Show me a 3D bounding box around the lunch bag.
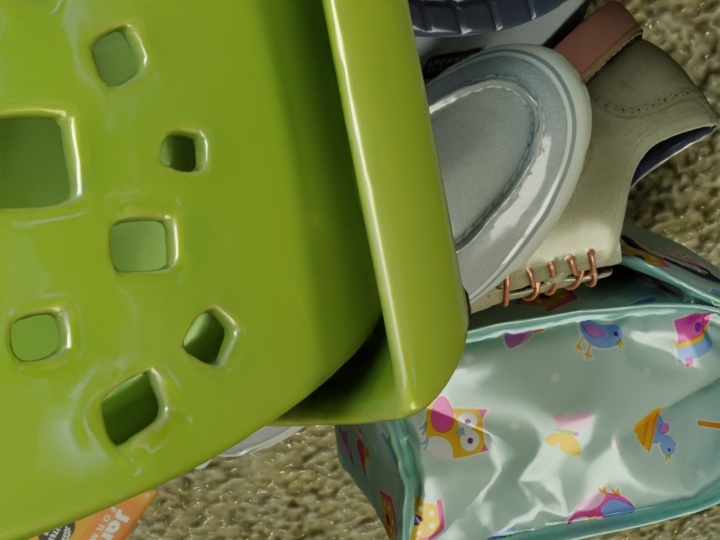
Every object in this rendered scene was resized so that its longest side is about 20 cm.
[{"bbox_3d":[0.089,0.040,1.001,0.199,0.170,0.123,-14,104,-7],"label":"lunch bag"}]

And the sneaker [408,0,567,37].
[{"bbox_3d":[0.048,-0.125,0.790,0.199,0.074,0.082,-19,-167,-33],"label":"sneaker"}]

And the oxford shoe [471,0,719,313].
[{"bbox_3d":[0.062,-0.015,0.887,0.200,0.074,0.071,-48,173,-12],"label":"oxford shoe"}]

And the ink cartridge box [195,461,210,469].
[{"bbox_3d":[-0.096,-0.024,0.853,0.146,0.083,0.200,-50,142,10],"label":"ink cartridge box"}]

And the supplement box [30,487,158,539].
[{"bbox_3d":[-0.173,0.059,0.846,0.200,0.069,0.067,26,103,-41],"label":"supplement box"}]

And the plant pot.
[{"bbox_3d":[-0.087,-0.030,0.644,0.181,0.200,0.200,-11,180,-22],"label":"plant pot"}]

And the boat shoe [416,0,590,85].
[{"bbox_3d":[0.018,-0.096,0.857,0.199,0.068,0.074,-21,150,-53],"label":"boat shoe"}]

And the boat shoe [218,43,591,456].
[{"bbox_3d":[-0.001,0.000,0.804,0.201,0.070,0.071,-44,170,20],"label":"boat shoe"}]
